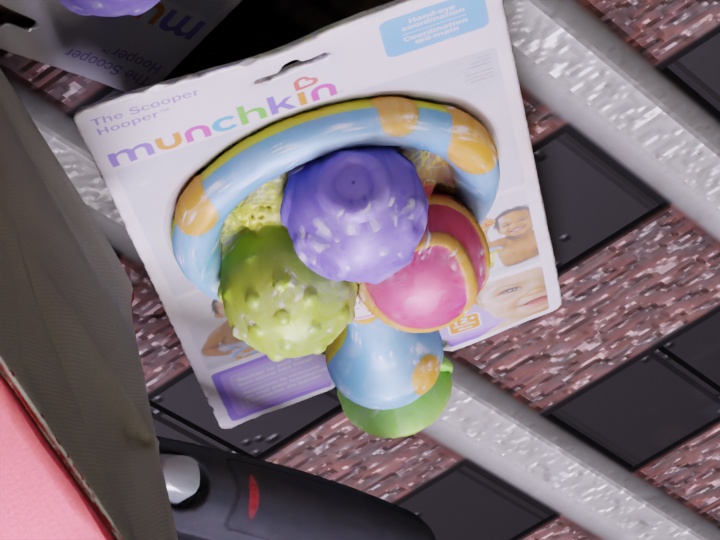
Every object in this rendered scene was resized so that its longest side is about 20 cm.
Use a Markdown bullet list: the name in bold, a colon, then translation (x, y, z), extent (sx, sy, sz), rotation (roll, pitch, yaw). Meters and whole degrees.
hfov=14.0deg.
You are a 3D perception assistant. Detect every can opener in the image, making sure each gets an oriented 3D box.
- **can opener**: translation (-0.050, 0.066, 0.859), extent (0.199, 0.079, 0.063), rotation (22, 163, -39)

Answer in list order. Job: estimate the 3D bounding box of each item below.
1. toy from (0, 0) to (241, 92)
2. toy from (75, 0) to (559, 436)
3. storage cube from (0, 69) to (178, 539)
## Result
- **toy**: translation (-0.034, -0.104, 0.719), extent (0.115, 0.047, 0.200), rotation (20, 130, -38)
- **toy**: translation (0.000, 0.000, 0.837), extent (0.115, 0.047, 0.200), rotation (-19, 155, 0)
- **storage cube**: translation (-0.160, 0.024, 0.684), extent (0.179, 0.171, 0.200), rotation (-27, 121, 6)
